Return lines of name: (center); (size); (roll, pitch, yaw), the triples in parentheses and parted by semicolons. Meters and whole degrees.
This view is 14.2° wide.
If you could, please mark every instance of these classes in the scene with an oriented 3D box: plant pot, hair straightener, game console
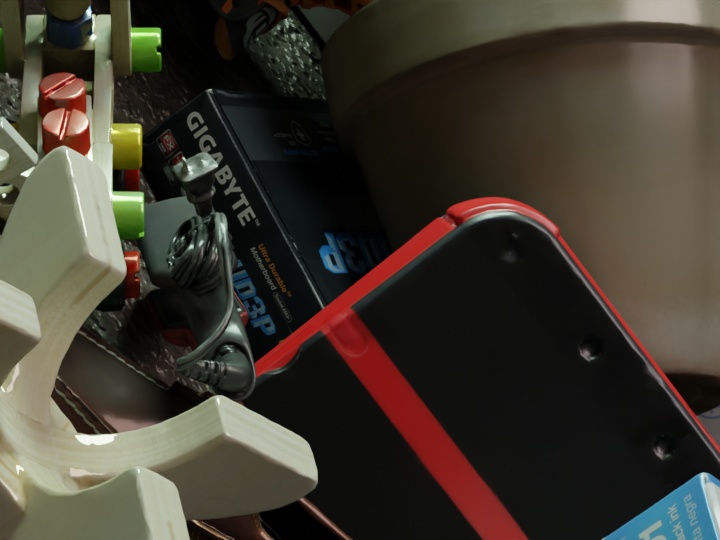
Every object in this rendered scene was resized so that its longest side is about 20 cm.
plant pot: (0.091, -0.023, 1.245); (0.200, 0.200, 0.174); (15, 62, -55)
hair straightener: (-0.066, -0.003, 1.081); (0.200, 0.041, 0.077); (-108, -173, -76)
game console: (0.051, 0.091, 1.143); (0.200, 0.177, 0.031); (52, -4, -5)

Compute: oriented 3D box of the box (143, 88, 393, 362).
box: (0.000, 0.000, 1.298); (0.200, 0.046, 0.159); (1, 58, -62)

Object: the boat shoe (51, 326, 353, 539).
boat shoe: (-0.057, 0.079, 1.064); (0.200, 0.070, 0.070); (45, 27, -20)

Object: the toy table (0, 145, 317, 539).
toy table: (-0.112, 0.064, 0.922); (0.184, 0.117, 0.200); (20, 40, -53)

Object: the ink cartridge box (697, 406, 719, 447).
ink cartridge box: (0.188, 0.102, 1.289); (0.048, 0.200, 0.146); (-13, 89, -65)

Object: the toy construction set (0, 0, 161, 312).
toy construction set: (-0.116, -0.062, 1.076); (0.092, 0.131, 0.200); (10, 41, 7)

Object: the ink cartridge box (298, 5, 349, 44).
ink cartridge box: (0.029, -0.138, 1.504); (0.117, 0.067, 0.200); (53, 23, -3)

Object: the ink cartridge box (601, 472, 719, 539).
ink cartridge box: (0.097, 0.183, 1.054); (0.146, 0.200, 0.086); (36, 29, -38)

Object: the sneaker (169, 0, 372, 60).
sneaker: (-0.016, -0.129, 1.349); (0.200, 0.078, 0.112); (32, 68, -1)
